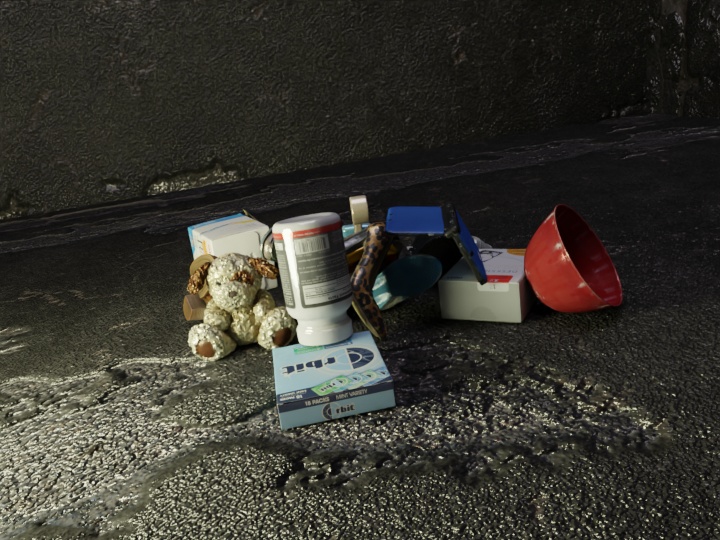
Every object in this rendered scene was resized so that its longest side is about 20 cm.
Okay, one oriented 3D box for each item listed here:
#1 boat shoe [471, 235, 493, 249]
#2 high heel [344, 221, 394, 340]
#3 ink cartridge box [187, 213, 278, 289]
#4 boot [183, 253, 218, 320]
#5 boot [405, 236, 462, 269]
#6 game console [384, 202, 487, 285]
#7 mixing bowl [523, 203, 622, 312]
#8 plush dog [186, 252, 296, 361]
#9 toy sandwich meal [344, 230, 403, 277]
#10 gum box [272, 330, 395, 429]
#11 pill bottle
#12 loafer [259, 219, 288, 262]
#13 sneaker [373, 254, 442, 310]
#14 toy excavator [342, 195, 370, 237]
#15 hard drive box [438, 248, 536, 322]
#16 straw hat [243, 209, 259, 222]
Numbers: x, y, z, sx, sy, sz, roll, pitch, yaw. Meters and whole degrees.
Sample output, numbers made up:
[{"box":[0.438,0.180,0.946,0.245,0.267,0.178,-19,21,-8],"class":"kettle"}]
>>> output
[{"box":[0.230,-0.032,1.496,0.071,0.071,0.200,24,-8,-16],"class":"boat shoe"},{"box":[0.040,0.012,1.223,0.141,0.202,0.072,-26,-15,-7],"class":"high heel"},{"box":[-0.303,-0.035,1.593,0.143,0.150,0.199,-16,19,-25],"class":"ink cartridge box"},{"box":[-0.269,0.024,1.370,0.153,0.074,0.201,-11,-27,-34],"class":"boot"},{"box":[0.169,-0.062,1.460,0.197,0.073,0.163,-35,14,42],"class":"boot"},{"box":[0.138,-0.051,1.240,0.117,0.172,0.200,-29,13,14],"class":"game console"},{"box":[0.361,-0.002,1.192,0.108,0.201,0.200,-36,-1,34],"class":"mixing bowl"},{"box":[-0.222,0.051,1.243,0.196,0.175,0.161,-9,17,-2],"class":"plush dog"},{"box":[0.000,0.000,1.337,0.202,0.207,0.071,-15,57,-21],"class":"toy sandwich meal"},{"box":[-0.048,0.162,1.038,0.167,0.045,0.200,-10,16,-7],"class":"gum box"},{"box":[-0.074,0.013,1.113,0.114,0.204,0.116,-8,10,2],"class":"pill bottle"},{"box":[-0.105,-0.057,1.247,0.062,0.073,0.199,16,20,26],"class":"loafer"},{"box":[0.083,0.017,1.290,0.199,0.078,0.080,-27,-3,43],"class":"sneaker"},{"box":[-0.006,-0.078,1.509,0.098,0.204,0.195,-9,17,-3],"class":"toy excavator"},{"box":[0.255,0.024,1.286,0.153,0.078,0.200,1,20,27],"class":"hard drive box"},{"box":[-0.259,-0.067,1.766,0.086,0.200,0.201,-51,25,-2],"class":"straw hat"}]
